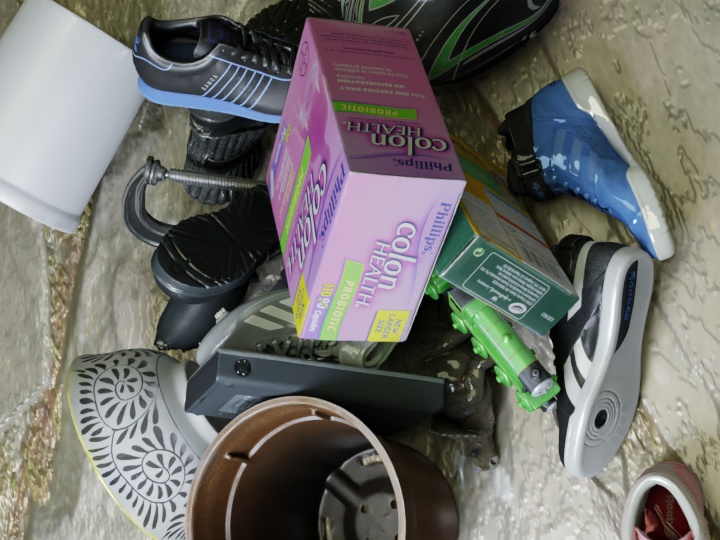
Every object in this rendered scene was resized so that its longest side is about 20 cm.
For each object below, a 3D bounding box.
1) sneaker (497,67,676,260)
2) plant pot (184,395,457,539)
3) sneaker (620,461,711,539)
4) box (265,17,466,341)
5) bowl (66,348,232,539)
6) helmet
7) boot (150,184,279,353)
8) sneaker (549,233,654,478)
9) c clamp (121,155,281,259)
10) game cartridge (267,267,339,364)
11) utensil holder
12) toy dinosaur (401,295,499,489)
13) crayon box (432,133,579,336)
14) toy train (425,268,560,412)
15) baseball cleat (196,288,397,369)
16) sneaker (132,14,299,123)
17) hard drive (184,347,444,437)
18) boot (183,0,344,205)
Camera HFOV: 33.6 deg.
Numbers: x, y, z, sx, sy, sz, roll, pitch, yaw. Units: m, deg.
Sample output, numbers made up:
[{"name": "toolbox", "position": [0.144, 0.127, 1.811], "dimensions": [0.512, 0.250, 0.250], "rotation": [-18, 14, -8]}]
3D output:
[{"name": "sneaker", "position": [0.192, -0.075, 1.056], "dimensions": [0.110, 0.077, 0.202], "rotation": [-29, 65, 11]}, {"name": "plant pot", "position": [-0.015, 0.220, 1.028], "dimensions": [0.198, 0.198, 0.203], "rotation": [-6, 76, 24]}, {"name": "sneaker", "position": [0.248, 0.254, 0.952], "dimensions": [0.074, 0.104, 0.203], "rotation": [-8, 77, 21]}, {"name": "box", "position": [-0.004, -0.075, 0.987], "dimensions": [0.202, 0.095, 0.177], "rotation": [-106, 26, -43]}, {"name": "bowl", "position": [-0.179, 0.145, 1.125], "dimensions": [0.094, 0.201, 0.202], "rotation": [-31, 68, 7]}, {"name": "helmet", "position": [0.072, -0.268, 1.102], "dimensions": [0.189, 0.200, 0.202], "rotation": [-28, 68, -1]}, {"name": "boot", "position": [-0.147, 0.015, 1.101], "dimensions": [0.073, 0.198, 0.163], "rotation": [41, 126, 5]}, {"name": "sneaker", "position": [0.187, 0.069, 1.045], "dimensions": [0.111, 0.072, 0.203], "rotation": [20, 101, 49]}, {"name": "c clamp", "position": [-0.137, -0.071, 1.160], "dimensions": [0.197, 0.172, 0.027], "rotation": [4, 51, 0]}, {"name": "game cartridge", "position": [0.000, 0.000, 1.140], "dimensions": [0.200, 0.038, 0.130], "rotation": [-45, 53, 10]}, {"name": "utensil holder", "position": [-0.331, -0.169, 1.272], "dimensions": [0.169, 0.170, 0.202], "rotation": [30, 90, 26]}, {"name": "toy dinosaur", "position": [0.080, 0.082, 1.080], "dimensions": [0.101, 0.077, 0.202], "rotation": [-30, 72, 2]}, {"name": "crayon box", "position": [0.098, -0.044, 1.031], "dimensions": [0.052, 0.125, 0.201], "rotation": [-47, 34, 21]}, {"name": "toy train", "position": [0.101, 0.037, 1.019], "dimensions": [0.042, 0.057, 0.201], "rotation": [-35, 67, -9]}, {"name": "baseball cleat", "position": [-0.045, 0.057, 1.047], "dimensions": [0.198, 0.070, 0.107], "rotation": [-29, 54, -3]}, {"name": "sneaker", "position": [-0.103, -0.183, 1.057], "dimensions": [0.197, 0.078, 0.071], "rotation": [2, 60, -6]}, {"name": "hard drive", "position": [-0.043, 0.110, 1.039], "dimensions": [0.197, 0.140, 0.033], "rotation": [10, 70, -17]}, {"name": "boot", "position": [-0.096, -0.170, 1.189], "dimensions": [0.210, 0.159, 0.079], "rotation": [-35, 66, -23]}]
